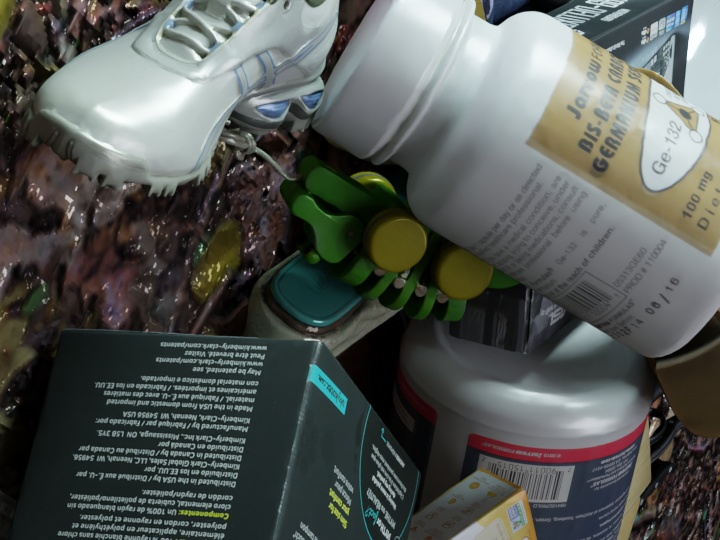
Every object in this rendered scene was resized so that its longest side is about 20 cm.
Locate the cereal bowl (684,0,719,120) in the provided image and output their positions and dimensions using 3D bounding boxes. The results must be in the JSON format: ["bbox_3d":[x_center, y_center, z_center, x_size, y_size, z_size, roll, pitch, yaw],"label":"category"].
[{"bbox_3d":[0.189,-0.188,1.341,0.200,0.083,0.200,-32,130,-50],"label":"cereal bowl"}]

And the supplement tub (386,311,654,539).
[{"bbox_3d":[0.078,0.123,1.219,0.140,0.140,0.200,-33,140,-51],"label":"supplement tub"}]

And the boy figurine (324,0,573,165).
[{"bbox_3d":[0.048,-0.113,1.151,0.200,0.064,0.124,-37,136,-52],"label":"boy figurine"}]

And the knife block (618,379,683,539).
[{"bbox_3d":[0.147,0.112,1.429,0.200,0.064,0.176,26,80,-60],"label":"knife block"}]

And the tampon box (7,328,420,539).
[{"bbox_3d":[-0.070,0.147,0.951,0.150,0.126,0.200,58,39,-56],"label":"tampon box"}]

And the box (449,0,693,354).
[{"bbox_3d":[0.116,-0.062,1.183,0.200,0.050,0.158,-30,128,-56],"label":"box"}]

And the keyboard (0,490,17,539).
[{"bbox_3d":[-0.138,0.153,1.002,0.056,0.011,0.200,-66,150,-15],"label":"keyboard"}]

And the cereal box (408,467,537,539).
[{"bbox_3d":[0.014,0.210,1.101,0.200,0.040,0.144,-33,124,-28],"label":"cereal box"}]

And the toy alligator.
[{"bbox_3d":[-0.002,-0.017,1.059,0.200,0.059,0.054,22,105,-25],"label":"toy alligator"}]

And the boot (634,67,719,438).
[{"bbox_3d":[0.170,-0.013,1.169,0.155,0.077,0.200,-35,102,-78],"label":"boot"}]

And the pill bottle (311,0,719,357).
[{"bbox_3d":[0.084,-0.055,1.021,0.114,0.200,0.114,-57,-171,14],"label":"pill bottle"}]

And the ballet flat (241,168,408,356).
[{"bbox_3d":[0.000,0.000,1.139,0.200,0.067,0.062,-32,158,-47],"label":"ballet flat"}]

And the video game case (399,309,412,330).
[{"bbox_3d":[0.085,-0.018,1.302,0.200,0.022,0.182,-55,145,-31],"label":"video game case"}]

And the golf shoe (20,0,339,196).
[{"bbox_3d":[-0.069,-0.097,0.917,0.200,0.078,0.097,-38,156,-60],"label":"golf shoe"}]
